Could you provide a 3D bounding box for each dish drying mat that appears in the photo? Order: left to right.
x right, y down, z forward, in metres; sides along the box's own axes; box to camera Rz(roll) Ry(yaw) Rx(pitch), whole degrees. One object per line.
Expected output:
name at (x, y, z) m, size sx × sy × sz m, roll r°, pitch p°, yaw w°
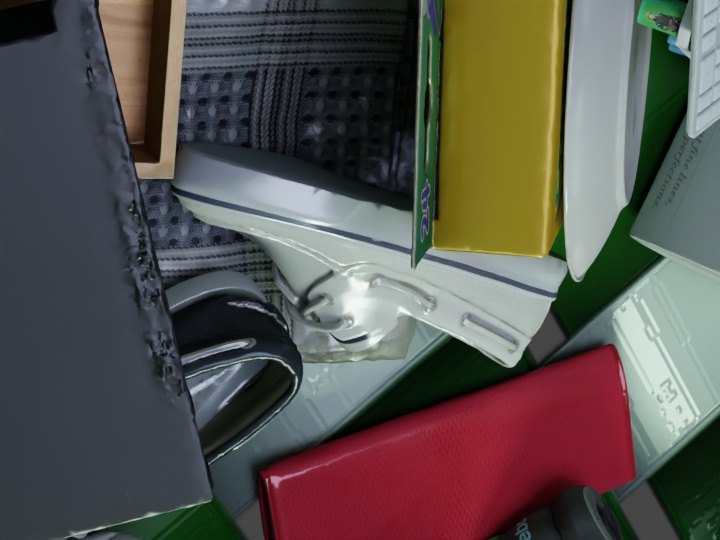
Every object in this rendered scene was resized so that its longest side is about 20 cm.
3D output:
dish drying mat at (0.044, 0.098, 1.019) m, size 0.199 × 0.018 × 0.077 m, roll -17°, pitch 114°, yaw -24°

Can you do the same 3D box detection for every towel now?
towel at (-0.048, -0.047, 0.912) m, size 0.199 × 0.035 × 0.194 m, roll -3°, pitch 106°, yaw -29°

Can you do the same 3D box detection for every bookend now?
bookend at (-0.172, 0.003, 0.773) m, size 0.199 × 0.092 × 0.200 m, roll -14°, pitch 108°, yaw -6°

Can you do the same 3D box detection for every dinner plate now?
dinner plate at (0.109, -0.095, 0.909) m, size 0.024 × 0.200 × 0.201 m, roll 6°, pitch 105°, yaw 11°

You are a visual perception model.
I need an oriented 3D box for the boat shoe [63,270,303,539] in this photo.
boat shoe at (-0.115, 0.074, 0.878) m, size 0.200 × 0.060 × 0.076 m, roll -37°, pitch 131°, yaw -1°

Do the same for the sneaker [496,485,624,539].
sneaker at (0.120, 0.190, 1.071) m, size 0.079 × 0.076 × 0.200 m, roll -28°, pitch 122°, yaw 7°

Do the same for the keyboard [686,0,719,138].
keyboard at (0.146, -0.146, 0.811) m, size 0.056 × 0.011 × 0.201 m, roll -41°, pitch 140°, yaw -40°

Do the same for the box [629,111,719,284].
box at (0.265, -0.058, 0.989) m, size 0.130 × 0.200 × 0.200 m, roll 24°, pitch 93°, yaw -34°

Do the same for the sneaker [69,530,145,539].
sneaker at (-0.151, 0.196, 0.887) m, size 0.081 × 0.083 × 0.200 m, roll 36°, pitch 100°, yaw -25°

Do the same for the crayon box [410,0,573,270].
crayon box at (0.065, -0.083, 0.877) m, size 0.051 × 0.200 × 0.126 m, roll 5°, pitch 107°, yaw 12°

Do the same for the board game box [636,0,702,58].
board game box at (0.169, -0.189, 0.921) m, size 0.026 × 0.200 × 0.201 m, roll 19°, pitch 96°, yaw 11°

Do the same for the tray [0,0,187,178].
tray at (-0.168, -0.089, 0.812) m, size 0.199 × 0.037 × 0.099 m, roll 0°, pitch 108°, yaw -19°

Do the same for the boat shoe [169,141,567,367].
boat shoe at (0.000, 0.000, 0.904) m, size 0.199 × 0.071 × 0.070 m, roll 16°, pitch 97°, yaw -38°
